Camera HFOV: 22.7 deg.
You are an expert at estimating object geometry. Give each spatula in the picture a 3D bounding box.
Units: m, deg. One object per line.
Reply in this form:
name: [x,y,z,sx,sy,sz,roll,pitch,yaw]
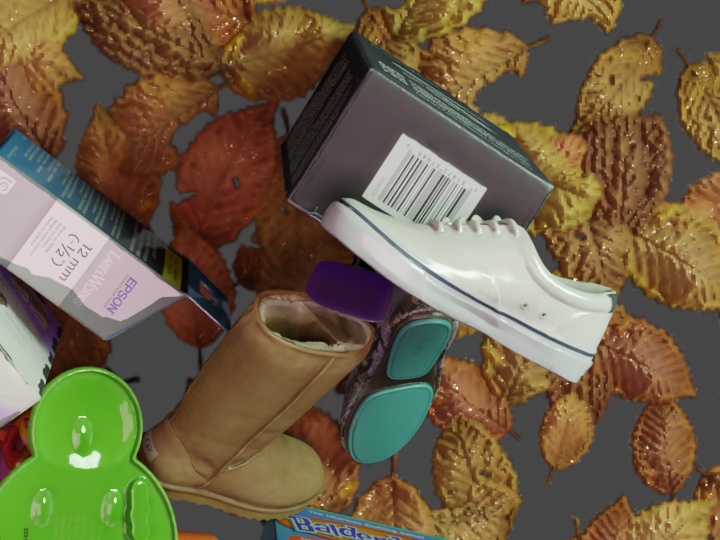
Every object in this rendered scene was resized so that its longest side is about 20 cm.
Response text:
spatula: [0.000,0.000,1.244,0.056,0.200,0.021,16,102,3]

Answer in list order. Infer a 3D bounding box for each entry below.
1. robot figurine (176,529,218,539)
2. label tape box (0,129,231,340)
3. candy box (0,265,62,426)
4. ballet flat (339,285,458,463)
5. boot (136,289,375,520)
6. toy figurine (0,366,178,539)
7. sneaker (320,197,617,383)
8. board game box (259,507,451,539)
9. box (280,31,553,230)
robot figurine: [-0.142,0.277,1.328,0.198,0.117,0.145,2,108,-5]
label tape box: [-0.186,-0.008,1.253,0.200,0.143,0.066,39,95,-11]
candy box: [-0.285,0.016,1.221,0.071,0.200,0.168,-34,102,2]
ballet flat: [0.026,0.064,1.306,0.071,0.072,0.201,12,142,-7]
boot: [-0.051,0.098,1.253,0.174,0.067,0.200,6,141,-39]
toy figurine: [-0.234,0.163,1.270,0.149,0.184,0.202,3,89,-32]
sneaker: [0.070,-0.005,1.116,0.199,0.073,0.071,28,93,-19]
board game box: [0.006,0.231,1.290,0.151,0.200,0.045,13,99,-8]
box: [0.032,-0.072,1.230,0.147,0.200,0.105,32,100,-10]
